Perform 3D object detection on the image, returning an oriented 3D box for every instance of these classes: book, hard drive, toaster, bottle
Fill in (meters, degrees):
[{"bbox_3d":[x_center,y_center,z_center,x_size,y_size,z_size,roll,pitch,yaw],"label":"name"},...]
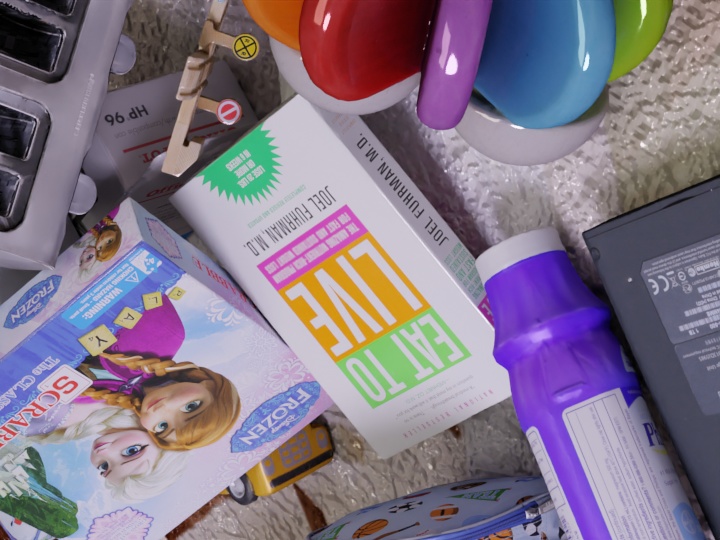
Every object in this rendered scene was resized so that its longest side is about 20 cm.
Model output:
[{"bbox_3d":[0.000,0.000,0.866,0.200,0.048,0.133,50,137,-8],"label":"book"},{"bbox_3d":[0.195,0.052,0.719,0.139,0.033,0.201,-24,90,52],"label":"hard drive"},{"bbox_3d":[-0.229,-0.111,0.828,0.118,0.199,0.182,5,77,57],"label":"toaster"},{"bbox_3d":[0.116,0.077,0.783,0.065,0.084,0.201,-23,75,9],"label":"bottle"}]

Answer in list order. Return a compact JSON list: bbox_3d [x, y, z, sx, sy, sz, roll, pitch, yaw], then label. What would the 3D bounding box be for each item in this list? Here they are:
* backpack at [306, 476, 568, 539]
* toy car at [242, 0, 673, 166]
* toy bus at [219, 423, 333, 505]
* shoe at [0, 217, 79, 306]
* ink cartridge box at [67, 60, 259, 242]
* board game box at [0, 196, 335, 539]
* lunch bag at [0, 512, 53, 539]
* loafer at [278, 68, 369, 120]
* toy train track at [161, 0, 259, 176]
[{"bbox_3d":[0.047,0.198,0.840,0.200,0.190,0.155,-24,90,52],"label":"backpack"},{"bbox_3d":[0.038,-0.127,0.689,0.199,0.150,0.176,17,126,7],"label":"toy car"},{"bbox_3d":[-0.107,0.112,1.075,0.199,0.065,0.079,-7,102,51],"label":"toy bus"},{"bbox_3d":[-0.230,-0.020,0.964,0.091,0.071,0.201,-33,77,53],"label":"shoe"},{"bbox_3d":[-0.138,-0.065,0.980,0.200,0.116,0.068,-40,77,49],"label":"ink cartridge box"},{"bbox_3d":[-0.140,0.077,0.917,0.200,0.199,0.041,-39,45,14],"label":"board game box"},{"bbox_3d":[-0.267,0.130,1.263,0.160,0.075,0.201,46,136,21],"label":"lunch bag"},{"bbox_3d":[-0.010,-0.157,0.831,0.070,0.070,0.201,55,141,38],"label":"loafer"},{"bbox_3d":[-0.063,-0.145,0.833,0.032,0.115,0.201,17,102,-4],"label":"toy train track"}]
